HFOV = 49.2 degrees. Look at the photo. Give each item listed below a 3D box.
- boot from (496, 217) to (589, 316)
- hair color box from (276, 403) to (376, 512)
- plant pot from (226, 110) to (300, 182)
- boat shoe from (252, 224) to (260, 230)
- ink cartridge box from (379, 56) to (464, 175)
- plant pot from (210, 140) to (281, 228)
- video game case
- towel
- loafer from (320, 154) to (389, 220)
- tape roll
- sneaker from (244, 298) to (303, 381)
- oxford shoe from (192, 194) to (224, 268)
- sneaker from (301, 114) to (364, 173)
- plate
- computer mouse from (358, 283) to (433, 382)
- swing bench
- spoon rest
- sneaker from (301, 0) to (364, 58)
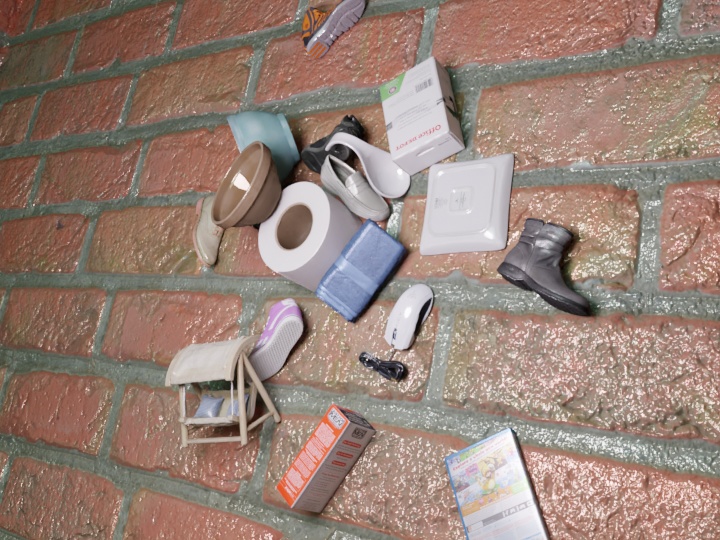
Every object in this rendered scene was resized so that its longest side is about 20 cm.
[{"bbox_3d":[0.347,-0.014,1.407,0.198,0.070,0.133,32,87,36],"label":"boot"},{"bbox_3d":[-0.066,0.368,1.535,0.061,0.101,0.202,38,95,39],"label":"hair color box"},{"bbox_3d":[-0.222,-0.295,1.880,0.131,0.202,0.203,-23,55,-4],"label":"plant pot"},{"bbox_3d":[-0.257,-0.130,1.887,0.062,0.075,0.201,-24,42,-22],"label":"boat shoe"},{"bbox_3d":[0.130,-0.327,1.680,0.144,0.084,0.205,-23,59,27],"label":"ink cartridge box"},{"bbox_3d":[-0.235,-0.170,1.711,0.200,0.092,0.204,-39,35,34],"label":"plant pot"},{"bbox_3d":[0.232,0.395,1.356,0.141,0.018,0.204,-31,56,24],"label":"video game case"},{"bbox_3d":[0.000,0.000,1.641,0.111,0.049,0.202,38,100,1],"label":"towel"},{"bbox_3d":[-0.013,-0.180,1.715,0.199,0.071,0.069,37,51,25],"label":"loafer"},{"bbox_3d":[-0.107,-0.072,1.718,0.199,0.138,0.208,-14,64,32],"label":"tape roll"},{"bbox_3d":[-0.196,0.151,1.753,0.201,0.072,0.115,-48,32,18],"label":"sneaker"},{"bbox_3d":[-0.374,-0.106,1.977,0.072,0.070,0.205,-20,61,25],"label":"oxford shoe"},{"bbox_3d":[-0.057,-0.291,1.819,0.114,0.077,0.198,-47,16,-31],"label":"sneaker"},{"bbox_3d":[0.207,-0.136,1.581,0.196,0.032,0.205,-4,70,36],"label":"plate"},{"bbox_3d":[0.076,0.115,1.568,0.108,0.044,0.204,24,87,41],"label":"computer mouse"},{"bbox_3d":[-0.302,0.257,1.685,0.195,0.129,0.205,-11,98,34],"label":"swing bench"},{"bbox_3d":[0.020,-0.229,1.678,0.101,0.197,0.061,-58,2,-27],"label":"spoon rest"},{"bbox_3d":[-0.080,-0.638,1.968,0.199,0.077,0.114,-39,54,18],"label":"sneaker"}]
